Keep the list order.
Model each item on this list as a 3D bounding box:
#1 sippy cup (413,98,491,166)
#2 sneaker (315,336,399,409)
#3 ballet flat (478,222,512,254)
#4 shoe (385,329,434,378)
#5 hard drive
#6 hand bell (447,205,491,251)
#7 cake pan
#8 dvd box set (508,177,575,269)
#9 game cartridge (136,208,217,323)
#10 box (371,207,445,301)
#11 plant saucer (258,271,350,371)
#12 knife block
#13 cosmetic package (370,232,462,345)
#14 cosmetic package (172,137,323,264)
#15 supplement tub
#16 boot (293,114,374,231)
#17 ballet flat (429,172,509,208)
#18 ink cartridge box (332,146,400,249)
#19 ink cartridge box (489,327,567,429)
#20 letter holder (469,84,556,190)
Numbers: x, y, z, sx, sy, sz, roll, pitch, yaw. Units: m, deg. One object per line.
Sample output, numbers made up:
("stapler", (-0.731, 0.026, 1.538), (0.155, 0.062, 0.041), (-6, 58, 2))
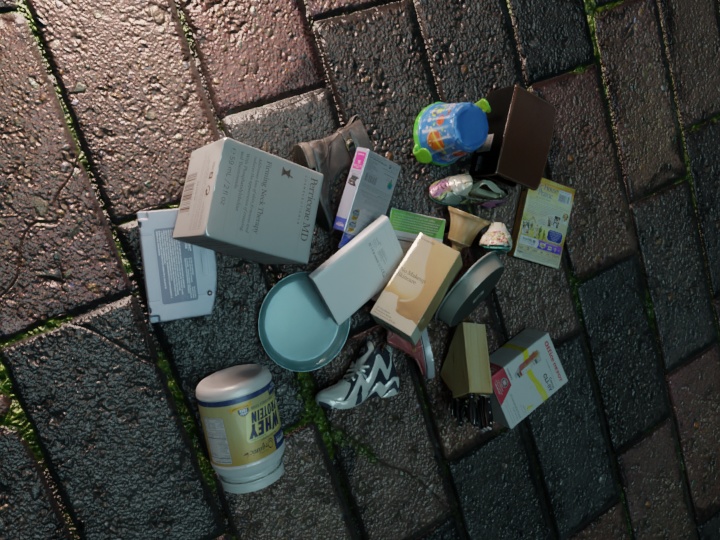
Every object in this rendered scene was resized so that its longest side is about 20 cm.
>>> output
("sippy cup", (0.201, -0.299, 1.276), (0.138, 0.130, 0.181), (18, 86, -25))
("sneaker", (-0.008, 0.207, 1.246), (0.196, 0.079, 0.132), (-6, 95, -24))
("ballet flat", (0.301, -0.074, 1.322), (0.074, 0.200, 0.065), (3, 89, 13))
("shoe", (0.105, 0.156, 1.303), (0.089, 0.072, 0.203), (-13, 117, 3))
("hard drive", (0.000, 0.000, 1.207), (0.199, 0.027, 0.133), (-40, 128, -17))
("hand bell", (0.208, -0.032, 1.338), (0.103, 0.104, 0.203), (16, 100, -24))
("cake pan", (0.242, 0.045, 1.295), (0.200, 0.201, 0.037), (-41, 70, -17))
("dvd box set", (0.442, -0.118, 1.454), (0.144, 0.029, 0.204), (12, 89, -24))
("game cartridge", (-0.334, -0.012, 1.103), (0.131, 0.041, 0.204), (-7, 97, -21))
("box", (0.106, -0.025, 1.306), (0.142, 0.036, 0.204), (9, 91, -25))
("plant saucer", (-0.115, 0.103, 1.217), (0.197, 0.027, 0.204), (-2, 94, -24))
("knife block", (0.249, 0.239, 1.302), (0.063, 0.176, 0.203), (7, 112, -25))
("cosmetic package", (0.116, 0.037, 1.217), (0.202, 0.104, 0.071), (-59, 158, -12))
("cosmetic package", (-0.200, -0.114, 1.063), (0.198, 0.165, 0.171), (15, 81, -35))
("supplement tub", (-0.220, 0.293, 1.118), (0.142, 0.144, 0.204), (-14, 100, -23))
("boot", (-0.035, -0.198, 1.213), (0.172, 0.069, 0.203), (-25, 111, -29))
("ballet flat", (0.249, -0.182, 1.336), (0.197, 0.071, 0.070), (5, 63, -25))
("ink cartridge box", (0.009, -0.135, 1.218), (0.119, 0.042, 0.204), (14, 92, -52))
("ink cartridge box", (0.380, 0.252, 1.424), (0.198, 0.083, 0.147), (-32, 106, -19))
("letter holder", (0.352, -0.294, 1.364), (0.140, 0.100, 0.204), (15, 88, -27))
